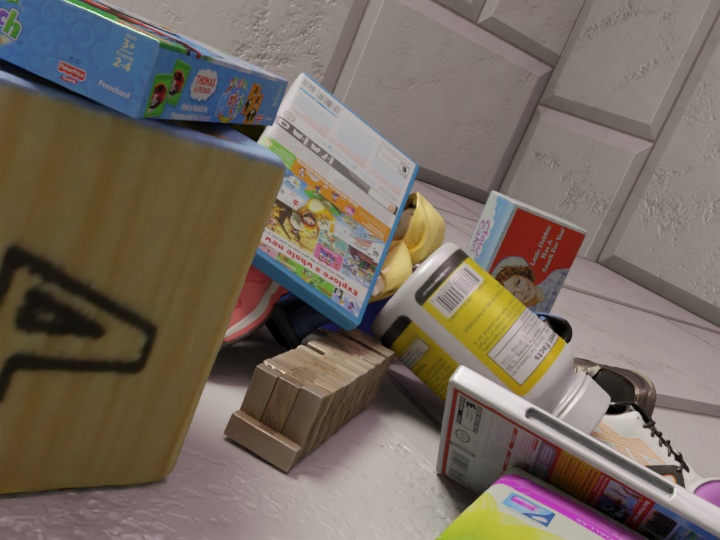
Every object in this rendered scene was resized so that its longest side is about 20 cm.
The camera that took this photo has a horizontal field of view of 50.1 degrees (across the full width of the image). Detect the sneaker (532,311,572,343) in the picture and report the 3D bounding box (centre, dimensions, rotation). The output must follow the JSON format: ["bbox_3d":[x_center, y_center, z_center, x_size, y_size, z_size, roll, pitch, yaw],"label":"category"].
[{"bbox_3d":[0.163,0.076,0.844,0.200,0.079,0.089,-12,-5,-45],"label":"sneaker"}]

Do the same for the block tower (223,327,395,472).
[{"bbox_3d":[-0.029,0.090,0.602,0.054,0.058,0.200,26,13,14],"label":"block tower"}]

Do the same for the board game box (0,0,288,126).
[{"bbox_3d":[-0.134,-0.120,0.401,0.151,0.037,0.200,24,11,4],"label":"board game box"}]

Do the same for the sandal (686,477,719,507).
[{"bbox_3d":[0.361,0.224,0.681,0.202,0.050,0.083,18,50,-28],"label":"sandal"}]

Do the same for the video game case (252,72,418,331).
[{"bbox_3d":[-0.031,-0.065,0.660,0.143,0.018,0.200,37,49,-18],"label":"video game case"}]

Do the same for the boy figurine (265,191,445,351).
[{"bbox_3d":[0.000,0.000,0.719,0.065,0.200,0.124,59,-13,-17],"label":"boy figurine"}]

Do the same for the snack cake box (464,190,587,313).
[{"bbox_3d":[0.180,0.017,0.954,0.115,0.201,0.067,18,12,-22],"label":"snack cake box"}]

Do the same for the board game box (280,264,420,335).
[{"bbox_3d":[-0.019,-0.010,0.881,0.159,0.097,0.200,17,18,-6],"label":"board game box"}]

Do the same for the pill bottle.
[{"bbox_3d":[0.116,0.080,0.695,0.200,0.114,0.114,43,15,8],"label":"pill bottle"}]

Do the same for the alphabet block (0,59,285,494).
[{"bbox_3d":[-0.192,-0.017,0.419,0.196,0.201,0.195,11,18,-44],"label":"alphabet block"}]

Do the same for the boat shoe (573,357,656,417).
[{"bbox_3d":[0.246,0.134,0.854,0.073,0.075,0.200,15,-5,-13],"label":"boat shoe"}]

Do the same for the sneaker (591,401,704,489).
[{"bbox_3d":[0.270,0.176,0.733,0.200,0.080,0.074,27,10,7],"label":"sneaker"}]

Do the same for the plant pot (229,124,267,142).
[{"bbox_3d":[-0.198,-0.068,0.706,0.200,0.201,0.193,10,5,-46],"label":"plant pot"}]

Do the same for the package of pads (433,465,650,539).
[{"bbox_3d":[0.112,0.189,0.410,0.154,0.068,0.200,27,13,23],"label":"package of pads"}]

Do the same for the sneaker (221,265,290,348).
[{"bbox_3d":[-0.098,-0.007,0.647,0.074,0.200,0.087,-10,-63,50],"label":"sneaker"}]

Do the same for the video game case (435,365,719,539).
[{"bbox_3d":[0.143,0.152,0.519,0.200,0.143,0.017,28,57,21],"label":"video game case"}]
